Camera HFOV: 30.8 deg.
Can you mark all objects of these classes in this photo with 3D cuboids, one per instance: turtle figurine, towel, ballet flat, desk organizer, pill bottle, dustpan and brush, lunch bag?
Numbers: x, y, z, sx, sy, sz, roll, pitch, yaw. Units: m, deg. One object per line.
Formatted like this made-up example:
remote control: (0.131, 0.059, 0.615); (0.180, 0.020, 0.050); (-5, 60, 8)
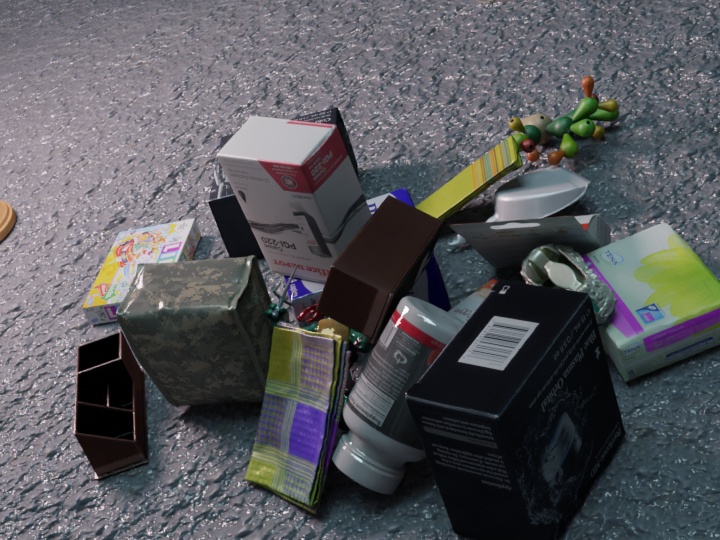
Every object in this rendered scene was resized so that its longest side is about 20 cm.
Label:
turtle figurine: (-0.036, 0.091, 1.592); (0.149, 0.101, 0.201); (-4, 62, 14)
towel: (-0.074, 0.162, 1.494); (0.023, 0.202, 0.143); (9, 3, -39)
ballet flat: (0.237, 0.003, 1.552); (0.071, 0.072, 0.200); (-26, 26, -11)
desk organizer: (-0.325, 0.171, 1.698); (0.071, 0.077, 0.200); (-19, 33, 1)
towel: (0.145, -0.114, 1.858); (0.200, 0.018, 0.086); (-36, 23, 20)
pill bottle: (0.048, 0.140, 1.441); (0.201, 0.110, 0.111); (-62, 35, 9)
dustpan and brush: (0.210, -0.084, 1.822); (0.199, 0.058, 0.140); (-16, 19, -9)
desk organizer: (0.026, -0.007, 1.537); (0.077, 0.072, 0.200); (26, 34, 8)
lunch bag: (-0.186, 0.089, 1.635); (0.163, 0.201, 0.118); (-4, 40, 17)

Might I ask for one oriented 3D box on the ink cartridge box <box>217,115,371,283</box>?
ink cartridge box: (-0.072, -0.084, 1.633); (0.145, 0.201, 0.085); (10, 49, 37)

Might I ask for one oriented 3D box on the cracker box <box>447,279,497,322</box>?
cracker box: (0.136, 0.102, 1.573); (0.200, 0.058, 0.134); (-36, 36, -22)

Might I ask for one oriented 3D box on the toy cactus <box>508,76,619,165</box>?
toy cactus: (0.282, -0.217, 1.936); (0.199, 0.103, 0.165); (-32, 19, -24)

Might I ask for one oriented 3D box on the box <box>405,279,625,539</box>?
box: (0.166, 0.150, 1.352); (0.117, 0.201, 0.197); (9, 42, 38)

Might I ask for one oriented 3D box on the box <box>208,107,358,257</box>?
box: (-0.113, -0.131, 1.993); (0.199, 0.124, 0.197); (-13, 35, 10)

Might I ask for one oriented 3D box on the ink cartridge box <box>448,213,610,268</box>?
ink cartridge box: (0.217, -0.053, 1.648); (0.161, 0.200, 0.057); (-4, 70, 22)

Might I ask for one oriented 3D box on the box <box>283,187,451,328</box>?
box: (0.000, 0.000, 1.753); (0.199, 0.105, 0.184); (-19, 33, 0)

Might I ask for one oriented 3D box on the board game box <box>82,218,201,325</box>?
board game box: (-0.330, 0.000, 1.993); (0.133, 0.034, 0.201); (-9, 34, 15)

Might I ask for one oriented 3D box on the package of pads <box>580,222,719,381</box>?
package of pads: (0.343, 0.031, 1.558); (0.154, 0.069, 0.200); (-22, 33, -2)

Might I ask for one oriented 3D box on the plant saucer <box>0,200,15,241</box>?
plant saucer: (-0.705, -0.071, 2.296); (0.199, 0.038, 0.201); (-13, 33, 9)
